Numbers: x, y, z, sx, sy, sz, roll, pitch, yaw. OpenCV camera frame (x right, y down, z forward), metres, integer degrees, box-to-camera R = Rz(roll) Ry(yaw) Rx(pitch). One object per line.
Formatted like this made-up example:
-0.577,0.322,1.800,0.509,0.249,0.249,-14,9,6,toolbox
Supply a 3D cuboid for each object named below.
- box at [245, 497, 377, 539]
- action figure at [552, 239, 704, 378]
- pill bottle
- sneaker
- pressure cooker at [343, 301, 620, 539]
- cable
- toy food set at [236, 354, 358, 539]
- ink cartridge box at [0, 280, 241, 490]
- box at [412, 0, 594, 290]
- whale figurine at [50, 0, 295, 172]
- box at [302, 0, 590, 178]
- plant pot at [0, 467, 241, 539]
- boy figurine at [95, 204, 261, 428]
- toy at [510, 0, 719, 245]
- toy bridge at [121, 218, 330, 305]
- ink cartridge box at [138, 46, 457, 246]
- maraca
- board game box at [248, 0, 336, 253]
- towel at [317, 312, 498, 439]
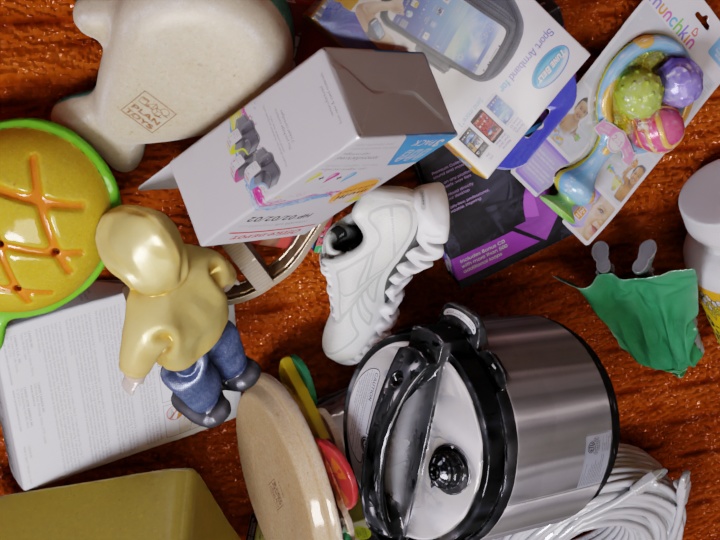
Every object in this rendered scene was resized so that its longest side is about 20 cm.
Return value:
-0.001,0.230,1.240,0.198,0.050,0.075,-20,125,24,box
0.252,0.041,1.205,0.117,0.055,0.200,2,151,28,action figure
0.339,0.004,1.183,0.112,0.113,0.201,-29,126,5,pill bottle
0.000,0.000,1.096,0.080,0.076,0.201,7,138,-20,sneaker
0.083,0.123,1.091,0.199,0.178,0.178,-5,160,-42,pressure cooker
0.212,0.252,1.327,0.198,0.070,0.201,-17,135,-6,cable
-0.048,0.177,1.143,0.048,0.201,0.199,-15,148,-21,toy food set
-0.199,0.076,1.141,0.198,0.050,0.164,-19,127,-25,ink cartridge box
0.110,-0.097,1.094,0.142,0.036,0.201,-26,124,-6,box
-0.132,-0.150,0.981,0.159,0.104,0.199,34,133,-26,whale figurine
0.071,-0.161,1.003,0.200,0.041,0.119,40,92,-15,box
-0.199,0.307,1.136,0.192,0.202,0.196,-10,142,10,plant pot
-0.138,0.033,1.021,0.125,0.064,0.201,-52,142,-24,boy figurine
0.218,-0.118,1.082,0.200,0.047,0.115,-49,127,4,toy
-0.090,-0.011,1.084,0.199,0.027,0.067,-33,131,4,toy bridge
-0.047,-0.074,0.962,0.199,0.068,0.115,-30,166,36,ink cartridge box
-0.260,-0.022,1.007,0.200,0.107,0.137,-42,101,16,maraca
-0.051,-0.108,1.063,0.102,0.020,0.202,8,120,-19,board game box
0.073,0.148,1.256,0.199,0.032,0.192,-27,124,3,towel
